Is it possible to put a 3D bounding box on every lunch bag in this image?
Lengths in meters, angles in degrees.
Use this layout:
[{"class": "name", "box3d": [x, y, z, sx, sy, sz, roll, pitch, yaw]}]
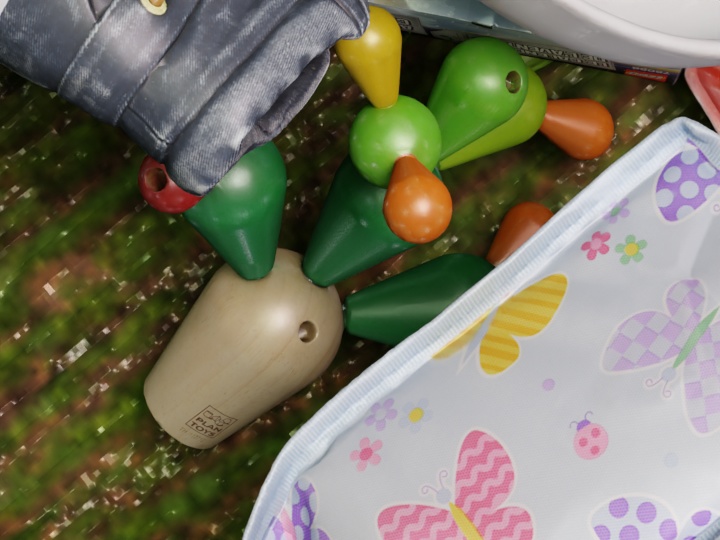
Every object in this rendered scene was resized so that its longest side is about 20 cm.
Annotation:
[{"class": "lunch bag", "box3d": [0.065, 0.085, 0.717, 0.199, 0.170, 0.127, -37, 60, -1]}]

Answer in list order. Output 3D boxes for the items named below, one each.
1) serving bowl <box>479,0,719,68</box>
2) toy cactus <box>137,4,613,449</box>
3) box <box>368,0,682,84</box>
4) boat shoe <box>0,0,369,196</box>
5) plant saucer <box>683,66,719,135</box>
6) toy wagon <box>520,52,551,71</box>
[{"class": "serving bowl", "box3d": [0.065, -0.145, 0.694, 0.199, 0.066, 0.202, 8, 73, -29]}, {"class": "toy cactus", "box3d": [0.000, 0.000, 0.765, 0.165, 0.199, 0.103, -45, 47, 27]}, {"class": "box", "box3d": [0.049, -0.168, 0.773, 0.136, 0.040, 0.202, 11, 86, 4]}, {"class": "boat shoe", "box3d": [-0.028, -0.097, 0.680, 0.091, 0.071, 0.200, 39, 46, -2]}, {"class": "plant saucer", "box3d": [0.232, -0.031, 0.795, 0.199, 0.037, 0.201, -31, 85, -1]}, {"class": "toy wagon", "box3d": [0.072, -0.160, 0.811, 0.199, 0.040, 0.156, -27, 85, -1]}]
